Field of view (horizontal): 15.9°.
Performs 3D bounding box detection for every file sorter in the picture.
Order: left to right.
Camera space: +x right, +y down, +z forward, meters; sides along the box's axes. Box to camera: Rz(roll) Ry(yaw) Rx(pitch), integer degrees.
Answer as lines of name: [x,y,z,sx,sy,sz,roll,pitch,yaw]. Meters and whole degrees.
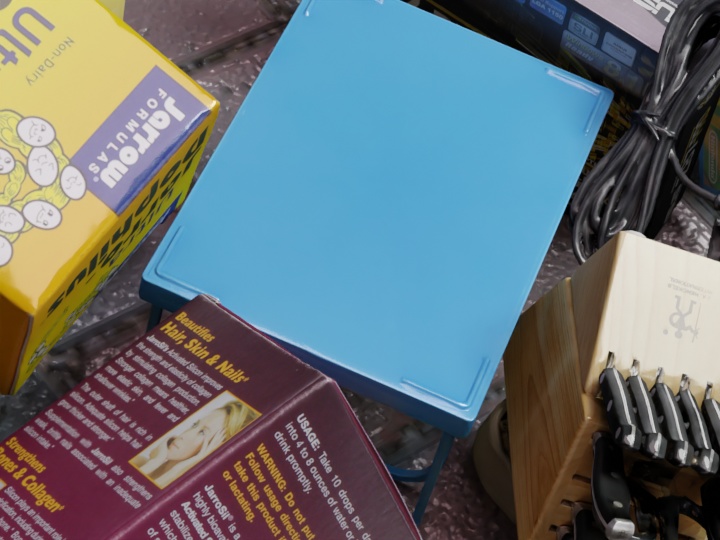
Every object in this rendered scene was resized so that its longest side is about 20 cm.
file sorter: [0.000,0.000,1.080,0.138,0.123,0.201,23,49,4]

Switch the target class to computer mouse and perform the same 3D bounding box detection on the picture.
computer mouse: [0.195,-0.032,1.030,0.199,0.046,0.141,23,89,22]

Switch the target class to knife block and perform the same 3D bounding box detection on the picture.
knife block: [0.094,0.085,0.967,0.064,0.200,0.177,18,72,-9]

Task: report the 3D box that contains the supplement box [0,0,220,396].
supplement box: [-0.166,-0.068,0.941,0.200,0.110,0.109,39,69,2]

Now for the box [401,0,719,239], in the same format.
box: [0.068,-0.109,1.165,0.199,0.161,0.049,34,62,12]

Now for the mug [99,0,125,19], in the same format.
mug: [-0.178,-0.094,1.122,0.149,0.188,0.153,4,25,38]

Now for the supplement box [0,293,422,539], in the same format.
supplement box: [-0.093,0.110,0.916,0.200,0.086,0.110,-37,29,-15]

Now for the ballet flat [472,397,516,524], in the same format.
ballet flat: [0.123,0.121,1.051,0.200,0.070,0.069,42,52,19]

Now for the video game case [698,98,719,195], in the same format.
video game case: [0.206,-0.073,1.090,0.018,0.144,0.200,-13,24,-24]
